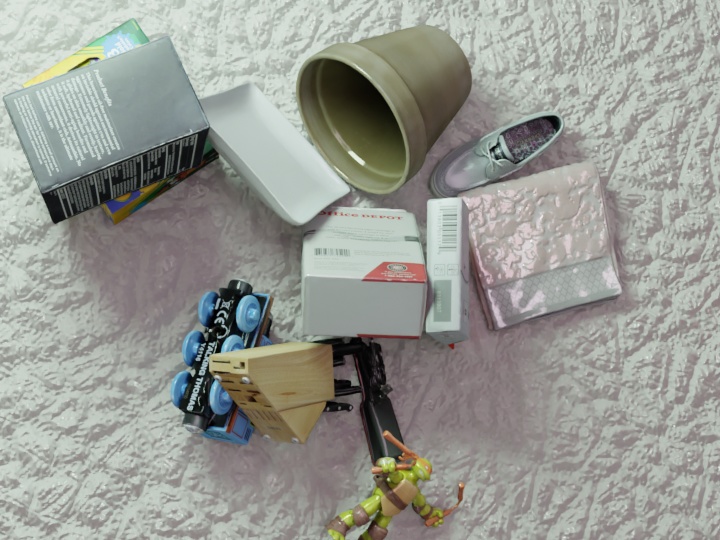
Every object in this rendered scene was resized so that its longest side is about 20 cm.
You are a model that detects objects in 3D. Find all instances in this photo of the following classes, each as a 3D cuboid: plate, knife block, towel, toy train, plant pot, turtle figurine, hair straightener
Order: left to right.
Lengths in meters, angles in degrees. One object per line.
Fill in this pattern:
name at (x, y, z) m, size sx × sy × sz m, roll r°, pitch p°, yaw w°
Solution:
toy train at (-0.163, 0.113, 1.549) m, size 0.086 × 0.114 × 0.201 m, roll 5°, pitch 67°, yaw 28°
plate at (-0.116, -0.144, 1.580) m, size 0.200 × 0.200 × 0.032 m, roll 47°, pitch 114°, yaw 1°
knife block at (-0.076, 0.112, 1.528) m, size 0.200 × 0.064 × 0.176 m, roll 55°, pitch 49°, yaw -36°
hair straightener at (0.027, 0.146, 1.595) m, size 0.041 × 0.077 × 0.201 m, roll -3°, pitch 78°, yaw -28°
turtle figurine at (0.032, 0.279, 1.557) m, size 0.161 × 0.200 × 0.064 m, roll -44°, pitch 45°, yaw -3°
plant pot at (0.045, -0.224, 1.615) m, size 0.173 × 0.200 × 0.200 m, roll -37°, pitch 88°, yaw -31°
towel at (0.240, -0.033, 1.668) m, size 0.199 × 0.032 × 0.192 m, roll -14°, pitch 91°, yaw -12°

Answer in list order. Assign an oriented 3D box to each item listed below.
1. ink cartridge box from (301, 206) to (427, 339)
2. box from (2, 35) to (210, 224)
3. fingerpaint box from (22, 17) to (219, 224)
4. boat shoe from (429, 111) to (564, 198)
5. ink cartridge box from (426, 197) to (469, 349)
ink cartridge box at (0.000, 0.000, 1.543) m, size 0.146 × 0.200 × 0.083 m, roll 2°, pitch 116°, yaw -3°
box at (-0.290, -0.159, 1.454) m, size 0.198 × 0.200 × 0.124 m, roll -22°, pitch 87°, yaw -13°
fingerpaint box at (-0.301, -0.189, 1.595) m, size 0.167 × 0.073 × 0.200 m, roll -34°, pitch 87°, yaw -12°
boat shoe at (0.182, -0.158, 1.670) m, size 0.200 × 0.072 × 0.070 m, roll -29°, pitch 87°, yaw -11°
ink cartridge box at (0.120, 0.009, 1.565) m, size 0.057 × 0.200 × 0.163 m, roll -2°, pitch 80°, yaw 17°
